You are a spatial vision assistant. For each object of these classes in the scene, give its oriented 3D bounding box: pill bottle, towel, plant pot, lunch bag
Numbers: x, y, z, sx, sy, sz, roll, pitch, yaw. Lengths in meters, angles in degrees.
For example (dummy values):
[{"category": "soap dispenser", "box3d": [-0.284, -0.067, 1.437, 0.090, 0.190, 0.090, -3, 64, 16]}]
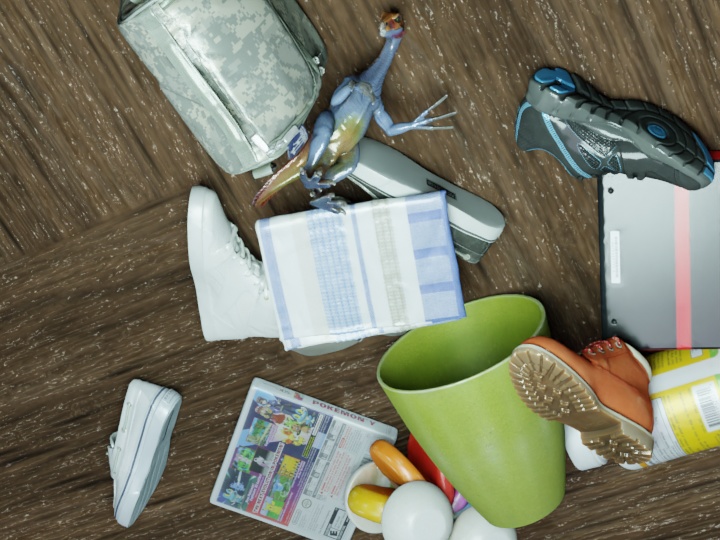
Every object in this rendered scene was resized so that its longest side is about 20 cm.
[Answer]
[{"category": "pill bottle", "box3d": [0.315, 0.146, 1.411, 0.198, 0.112, 0.112, -20, 117, 21]}, {"category": "towel", "box3d": [0.000, 0.000, 1.332, 0.197, 0.024, 0.149, -9, 113, 7]}, {"category": "plant pot", "box3d": [0.139, 0.159, 1.386, 0.185, 0.188, 0.202, -17, 110, 19]}, {"category": "lunch bag", "box3d": [-0.129, -0.200, 1.230, 0.138, 0.168, 0.201, -25, 116, 24]}]

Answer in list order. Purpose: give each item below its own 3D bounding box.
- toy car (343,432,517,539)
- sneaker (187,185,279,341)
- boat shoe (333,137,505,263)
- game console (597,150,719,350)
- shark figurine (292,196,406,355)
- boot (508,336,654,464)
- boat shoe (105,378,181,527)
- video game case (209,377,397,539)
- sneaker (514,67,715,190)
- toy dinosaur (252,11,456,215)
[{"category": "toy car", "box3d": [0.087, 0.248, 1.498, 0.198, 0.175, 0.152, 22, 85, -23]}, {"category": "sneaker", "box3d": [-0.120, -0.007, 1.415, 0.114, 0.074, 0.202, 1, 132, 7]}, {"category": "boat shoe", "box3d": [0.049, -0.068, 1.342, 0.198, 0.071, 0.064, 28, 119, -11]}, {"category": "game console", "box3d": [0.327, -0.017, 1.324, 0.174, 0.031, 0.203, 0, 104, 16]}, {"category": "shark figurine", "box3d": [0.001, 0.026, 1.402, 0.126, 0.090, 0.216, 14, 123, -3]}, {"category": "boot", "box3d": [0.220, 0.100, 1.303, 0.075, 0.108, 0.199, -14, 140, 44]}, {"category": "boat shoe", "box3d": [-0.269, 0.213, 1.588, 0.066, 0.074, 0.202, 27, 114, 9]}, {"category": "video game case", "box3d": [-0.071, 0.234, 1.587, 0.180, 0.023, 0.202, 20, 124, -4]}, {"category": "sneaker", "box3d": [0.244, -0.122, 1.281, 0.198, 0.073, 0.082, 26, 127, 5]}, {"category": "toy dinosaur", "box3d": [-0.018, -0.157, 1.259, 0.198, 0.184, 0.105, 2, 157, 30]}]
